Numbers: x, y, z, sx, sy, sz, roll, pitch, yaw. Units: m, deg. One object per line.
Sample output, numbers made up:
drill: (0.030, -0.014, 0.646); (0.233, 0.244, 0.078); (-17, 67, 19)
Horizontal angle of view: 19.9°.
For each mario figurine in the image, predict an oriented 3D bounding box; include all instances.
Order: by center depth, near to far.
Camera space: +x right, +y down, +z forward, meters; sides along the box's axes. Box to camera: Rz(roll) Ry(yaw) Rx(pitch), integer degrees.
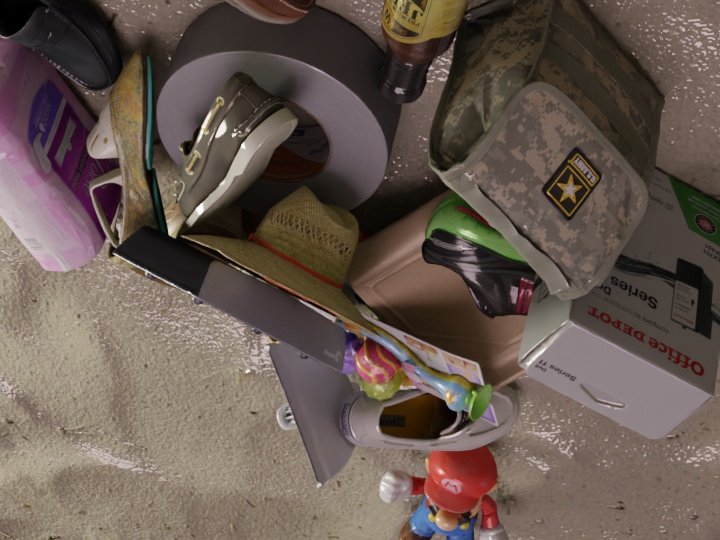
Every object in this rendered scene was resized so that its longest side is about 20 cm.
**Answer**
mario figurine: (0.086, 0.252, 2.099); (0.122, 0.107, 0.201); (-17, 153, -14)

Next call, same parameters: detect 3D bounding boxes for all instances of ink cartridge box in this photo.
ink cartridge box: (0.222, 0.016, 1.689); (0.146, 0.201, 0.083); (26, 141, -15)

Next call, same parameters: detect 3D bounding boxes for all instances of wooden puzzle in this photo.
wooden puzzle: (0.108, 0.011, 1.824); (0.184, 0.037, 0.200); (-30, 122, 17)

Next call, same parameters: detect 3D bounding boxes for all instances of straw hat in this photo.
straw hat: (-0.046, -0.022, 1.711); (0.200, 0.086, 0.201); (26, 178, 1)

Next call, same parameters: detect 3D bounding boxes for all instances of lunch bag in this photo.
lunch bag: (0.143, -0.097, 1.579); (0.117, 0.201, 0.164); (-21, 129, 38)

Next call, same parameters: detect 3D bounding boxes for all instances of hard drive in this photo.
hard drive: (-0.105, 0.023, 1.764); (0.134, 0.043, 0.199); (25, 177, 42)

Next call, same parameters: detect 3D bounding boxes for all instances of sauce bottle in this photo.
sauce bottle: (0.051, -0.207, 1.585); (0.064, 0.065, 0.201); (16, 140, -1)

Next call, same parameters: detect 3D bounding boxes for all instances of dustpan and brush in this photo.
dustpan and brush: (-0.033, 0.125, 1.952); (0.057, 0.199, 0.141); (-22, 88, 31)

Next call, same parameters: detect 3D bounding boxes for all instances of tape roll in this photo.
tape roll: (-0.067, -0.133, 1.717); (0.198, 0.067, 0.201); (10, 142, 8)

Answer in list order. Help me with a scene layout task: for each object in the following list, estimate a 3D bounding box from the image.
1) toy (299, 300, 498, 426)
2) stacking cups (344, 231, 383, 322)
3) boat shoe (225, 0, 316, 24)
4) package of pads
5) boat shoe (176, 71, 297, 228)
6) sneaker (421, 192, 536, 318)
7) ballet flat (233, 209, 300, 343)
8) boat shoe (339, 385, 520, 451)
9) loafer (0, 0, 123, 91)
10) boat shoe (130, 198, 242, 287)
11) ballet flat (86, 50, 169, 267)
toy: (0.024, 0.088, 1.842); (0.199, 0.047, 0.115); (20, 155, 25)
stacking cups: (0.000, 0.000, 1.853); (0.060, 0.061, 0.200); (-21, 131, 37)
boat shoe: (-0.095, -0.265, 1.558); (0.071, 0.076, 0.200); (-22, 131, 35)
package of pads: (-0.285, -0.107, 1.778); (0.075, 0.121, 0.201); (-9, 135, 28)
boat shoe: (-0.111, -0.096, 1.672); (0.060, 0.072, 0.202); (49, 150, 3)
sneaker: (0.138, 0.005, 1.761); (0.199, 0.077, 0.084); (32, 125, -13)
ballet flat: (-0.083, 0.003, 1.876); (0.063, 0.069, 0.201); (-27, 137, -5)
boat shoe: (0.080, 0.136, 1.928); (0.198, 0.072, 0.070); (2, 179, -34)
loafer: (-0.273, -0.211, 1.685); (0.068, 0.071, 0.201); (-18, 131, 33)
boat shoe: (-0.153, -0.032, 1.873); (0.071, 0.065, 0.200); (25, 158, -22)
ballet flat: (-0.201, -0.089, 1.751); (0.070, 0.071, 0.202); (5, 123, 13)
